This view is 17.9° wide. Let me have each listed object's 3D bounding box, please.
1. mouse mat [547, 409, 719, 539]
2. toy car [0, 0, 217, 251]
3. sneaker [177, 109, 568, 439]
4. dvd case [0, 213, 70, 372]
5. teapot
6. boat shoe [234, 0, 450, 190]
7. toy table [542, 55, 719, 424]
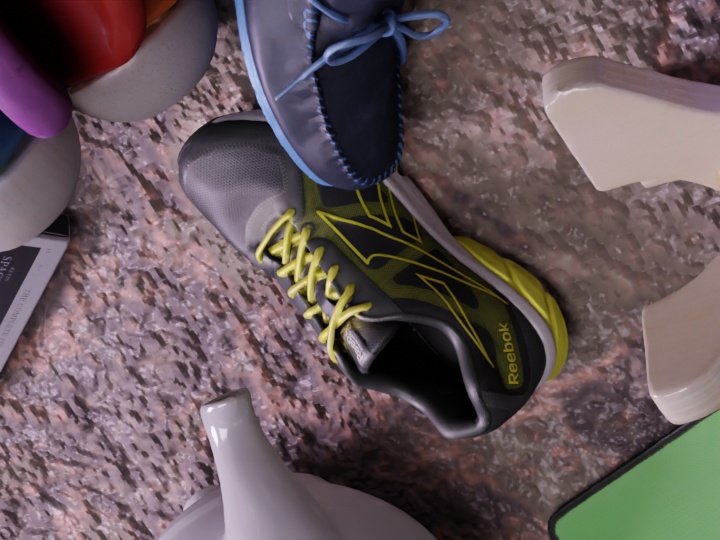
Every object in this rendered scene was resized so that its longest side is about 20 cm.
[{"bbox_3d":[0.202,0.152,1.072,0.200,0.008,0.161,46,128,-6],"label":"mouse mat"},{"bbox_3d":[-0.152,-0.106,0.951,0.175,0.200,0.150,49,172,-23],"label":"toy car"},{"bbox_3d":[0.000,0.000,1.023,0.200,0.085,0.075,31,127,4],"label":"sneaker"},{"bbox_3d":[-0.260,0.012,1.120,0.199,0.025,0.150,10,134,-27],"label":"dvd case"},{"bbox_3d":[-0.045,0.170,1.116,0.200,0.197,0.146,-46,57,19],"label":"teapot"},{"bbox_3d":[-0.013,-0.123,0.952,0.068,0.084,0.201,5,125,36],"label":"boat shoe"},{"bbox_3d":[0.159,-0.032,0.883,0.117,0.184,0.200,-21,117,20],"label":"toy table"}]
